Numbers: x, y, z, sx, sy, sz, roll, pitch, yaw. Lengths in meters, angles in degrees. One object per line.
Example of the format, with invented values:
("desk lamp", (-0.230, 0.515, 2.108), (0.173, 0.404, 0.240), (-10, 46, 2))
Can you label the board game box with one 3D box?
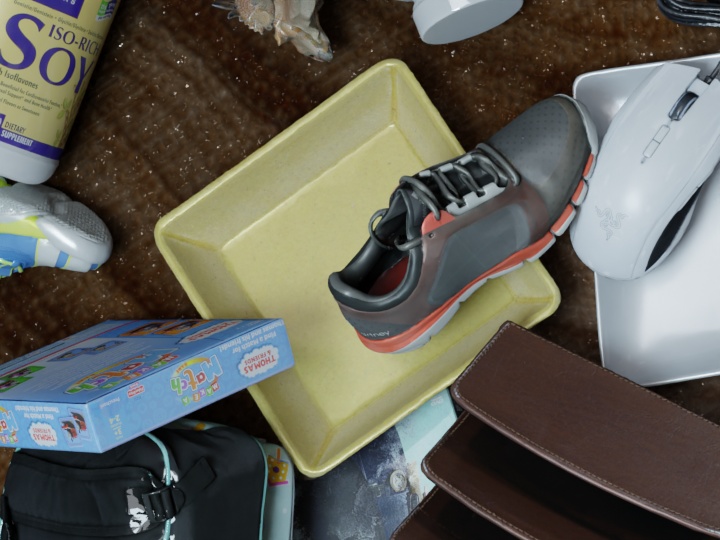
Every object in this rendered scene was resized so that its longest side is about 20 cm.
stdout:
("board game box", (-0.159, 0.069, 1.555), (0.199, 0.151, 0.037), (-3, 106, 53))

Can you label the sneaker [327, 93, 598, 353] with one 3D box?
("sneaker", (0.061, -0.035, 1.509), (0.200, 0.082, 0.077), (-47, 49, 1))

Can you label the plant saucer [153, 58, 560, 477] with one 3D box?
("plant saucer", (0.000, 0.000, 1.595), (0.199, 0.048, 0.201), (-35, 74, 6))

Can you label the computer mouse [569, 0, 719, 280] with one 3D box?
("computer mouse", (0.192, -0.086, 1.514), (0.109, 0.044, 0.201), (30, 95, 19))

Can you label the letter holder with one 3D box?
("letter holder", (0.132, 0.144, 1.477), (0.199, 0.142, 0.101), (27, 134, 19))

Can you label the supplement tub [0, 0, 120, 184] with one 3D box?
("supplement tub", (-0.238, -0.173, 1.653), (0.145, 0.145, 0.201), (22, 93, 20))

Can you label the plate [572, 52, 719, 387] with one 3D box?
("plate", (0.238, -0.036, 1.532), (0.199, 0.032, 0.201), (-9, 81, 19))

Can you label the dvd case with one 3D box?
("dvd case", (0.024, 0.191, 1.590), (0.145, 0.022, 0.201), (-20, 79, 16))

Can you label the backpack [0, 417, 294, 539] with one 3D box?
("backpack", (-0.139, 0.177, 1.570), (0.199, 0.153, 0.177), (0, 89, 45))

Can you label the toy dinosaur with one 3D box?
("toy dinosaur", (-0.052, -0.224, 1.565), (0.085, 0.135, 0.201), (-6, 103, -19))

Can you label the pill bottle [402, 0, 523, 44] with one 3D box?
("pill bottle", (0.038, -0.249, 1.582), (0.110, 0.111, 0.201), (-22, 77, 16))

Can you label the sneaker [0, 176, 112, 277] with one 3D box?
("sneaker", (-0.258, -0.014, 1.691), (0.199, 0.076, 0.106), (22, 104, 27))
